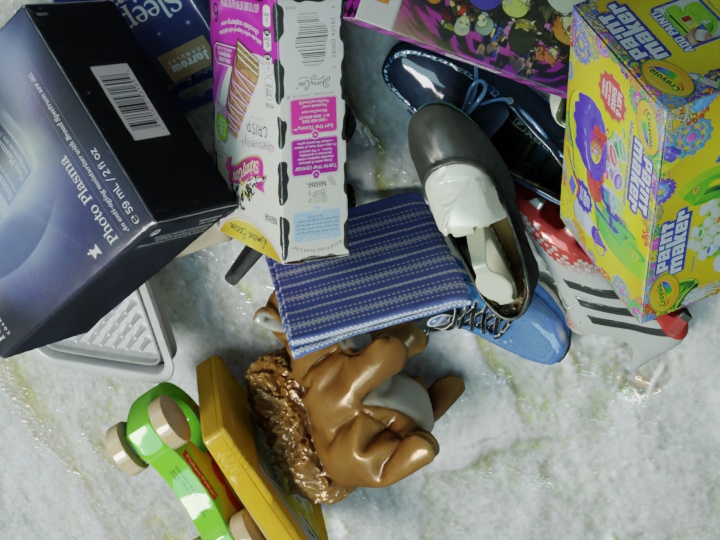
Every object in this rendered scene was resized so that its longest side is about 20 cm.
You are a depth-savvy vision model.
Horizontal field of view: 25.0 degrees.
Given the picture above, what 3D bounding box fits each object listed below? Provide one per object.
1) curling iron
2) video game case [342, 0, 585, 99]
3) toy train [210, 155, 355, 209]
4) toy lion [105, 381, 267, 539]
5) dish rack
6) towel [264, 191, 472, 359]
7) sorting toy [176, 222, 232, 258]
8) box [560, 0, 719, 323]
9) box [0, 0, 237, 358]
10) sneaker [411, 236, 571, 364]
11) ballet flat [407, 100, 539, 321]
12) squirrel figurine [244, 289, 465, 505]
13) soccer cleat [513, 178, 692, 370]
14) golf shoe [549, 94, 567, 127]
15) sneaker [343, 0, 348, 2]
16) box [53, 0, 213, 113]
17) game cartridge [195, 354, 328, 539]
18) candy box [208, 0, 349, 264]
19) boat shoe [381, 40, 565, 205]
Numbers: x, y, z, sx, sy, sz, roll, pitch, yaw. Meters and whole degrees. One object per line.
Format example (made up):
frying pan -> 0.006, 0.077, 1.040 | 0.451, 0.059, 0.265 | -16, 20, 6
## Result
curling iron -> -0.062, -0.066, 1.362 | 0.050, 0.025, 0.201 | 43, 120, 21
video game case -> 0.106, -0.229, 1.124 | 0.198, 0.036, 0.183 | 17, 93, -18
toy train -> -0.099, -0.080, 1.395 | 0.198, 0.034, 0.046 | 13, 124, 12
toy lion -> -0.137, 0.186, 1.492 | 0.068, 0.192, 0.201 | -32, 100, 12
dish rack -> -0.247, 0.006, 1.443 | 0.170, 0.044, 0.202 | 6, 129, 26
towel -> 0.000, 0.000, 1.282 | 0.143, 0.200, 0.024 | -16, 118, -2
sorting toy -> -0.223, -0.078, 1.410 | 0.199, 0.037, 0.186 | -14, 118, 44
box -> 0.251, -0.099, 1.117 | 0.191, 0.122, 0.201 | -20, 140, -15
box -> -0.240, -0.072, 1.282 | 0.198, 0.123, 0.201 | -38, 81, 29
sneaker -> 0.083, 0.030, 1.367 | 0.198, 0.089, 0.079 | 27, 128, 1
ballet flat -> 0.093, -0.039, 1.254 | 0.067, 0.069, 0.201 | -17, 128, 20
squirrel figurine -> -0.034, 0.098, 1.430 | 0.199, 0.142, 0.187 | -34, 100, 31
soccer cleat -> 0.182, 0.005, 1.330 | 0.199, 0.069, 0.085 | 37, 120, -12
golf shoe -> 0.226, -0.155, 1.189 | 0.199, 0.097, 0.079 | -28, 108, 30
sneaker -> 0.036, -0.222, 1.195 | 0.198, 0.114, 0.077 | 27, 89, 1
box -> -0.183, -0.216, 1.338 | 0.120, 0.033, 0.201 | -20, 114, 29
game cartridge -> -0.087, 0.186, 1.485 | 0.032, 0.177, 0.201 | -28, 112, 3
candy box -> -0.065, -0.118, 1.261 | 0.060, 0.136, 0.203 | -9, 105, -25
boat shoe -> 0.106, -0.119, 1.272 | 0.198, 0.069, 0.085 | 26, 127, 2
